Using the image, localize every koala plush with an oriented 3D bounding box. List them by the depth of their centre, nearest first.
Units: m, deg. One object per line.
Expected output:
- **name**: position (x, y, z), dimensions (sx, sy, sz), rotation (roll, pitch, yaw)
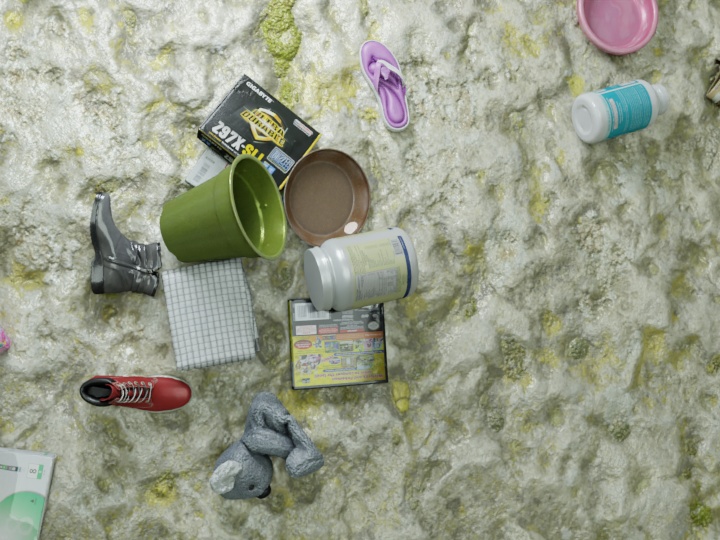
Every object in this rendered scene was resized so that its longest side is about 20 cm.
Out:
- **koala plush**: position (-0.198, 0.353, 1.452), dimensions (0.200, 0.177, 0.184), rotation (-38, 82, -12)

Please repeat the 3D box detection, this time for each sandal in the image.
- **sandal**: position (0.061, -0.396, 1.622), dimensions (0.082, 0.050, 0.204), rotation (-22, 90, -13)

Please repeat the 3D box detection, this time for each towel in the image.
- **towel**: position (-0.290, 0.086, 1.490), dimensions (0.164, 0.086, 0.202), rotation (-10, 86, -15)

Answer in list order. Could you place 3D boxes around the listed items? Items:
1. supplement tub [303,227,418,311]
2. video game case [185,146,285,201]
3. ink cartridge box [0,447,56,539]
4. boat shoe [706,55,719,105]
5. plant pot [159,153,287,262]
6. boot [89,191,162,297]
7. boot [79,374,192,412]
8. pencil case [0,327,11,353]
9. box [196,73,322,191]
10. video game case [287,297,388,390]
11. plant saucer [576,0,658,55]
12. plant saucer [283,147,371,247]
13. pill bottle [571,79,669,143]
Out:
- **supplement tub**: position (0.000, 0.000, 1.520), dimensions (0.198, 0.145, 0.146), rotation (-12, 88, -19)
- **video game case**: position (-0.232, -0.182, 1.556), dimensions (0.199, 0.018, 0.144), rotation (34, 79, -8)
- **ink cartridge box**: position (-0.671, 0.405, 1.396), dimensions (0.198, 0.050, 0.163), rotation (10, 83, -14)
- **boat shoe**: position (0.869, -0.487, 1.804), dimensions (0.076, 0.072, 0.201), rotation (23, 81, 2)
- **plant pot**: position (-0.268, -0.096, 1.445), dimensions (0.188, 0.200, 0.202), rotation (-14, 88, 20)
- **boot**: position (-0.446, -0.051, 1.474), dimensions (0.130, 0.070, 0.202), rotation (-1, 97, -10)
- **boot**: position (-0.410, 0.228, 1.419), dimensions (0.198, 0.144, 0.073), rotation (5, 82, -13)
- **pencil case**: position (-0.730, 0.166, 1.383), dimensions (0.200, 0.087, 0.088), rotation (-39, 94, -12)
- **box**: position (-0.202, -0.271, 1.540), dimensions (0.199, 0.049, 0.160), rotation (38, 70, -7)
- **video game case**: position (-0.046, 0.144, 1.568), dimensions (0.198, 0.025, 0.183), rotation (-2, 86, -14)
- **plant saucer**: position (0.578, -0.585, 1.753), dimensions (0.199, 0.051, 0.203), rotation (1, 85, -12)
- **plant saucer**: position (-0.071, -0.145, 1.556), dimensions (0.199, 0.037, 0.202), rotation (-3, 96, -31)
- **pill bottle**: position (0.579, -0.357, 1.703), dimensions (0.198, 0.111, 0.112), rotation (-16, 89, -13)
